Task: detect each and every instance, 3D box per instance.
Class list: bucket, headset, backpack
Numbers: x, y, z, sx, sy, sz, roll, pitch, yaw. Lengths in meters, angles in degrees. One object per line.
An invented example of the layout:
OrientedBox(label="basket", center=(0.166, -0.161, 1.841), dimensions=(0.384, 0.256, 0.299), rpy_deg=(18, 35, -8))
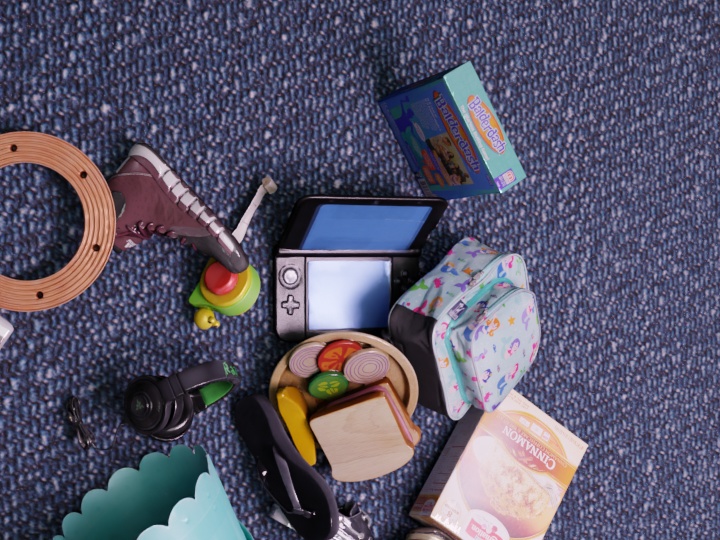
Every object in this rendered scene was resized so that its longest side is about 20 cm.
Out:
OrientedBox(label="bucket", center=(-0.224, 0.306, 1.251), dimensions=(0.206, 0.207, 0.136), rpy_deg=(-33, 109, -18))
OrientedBox(label="headset", center=(-0.238, 0.147, 1.295), dimensions=(0.198, 0.124, 0.095), rpy_deg=(-27, 74, -2))
OrientedBox(label="backpack", center=(0.140, 0.065, 1.403), dimensions=(0.200, 0.149, 0.179), rpy_deg=(-49, 139, -34))

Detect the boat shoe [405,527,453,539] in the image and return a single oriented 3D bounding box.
OrientedBox(label="boat shoe", center=(0.117, 0.409, 1.433), dimensions=(0.200, 0.075, 0.074), rpy_deg=(45, 48, -24))

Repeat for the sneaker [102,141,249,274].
OrientedBox(label="sneaker", center=(-0.227, -0.043, 1.303), dimensions=(0.115, 0.076, 0.200), rpy_deg=(-44, 77, -3))

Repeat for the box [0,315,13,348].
OrientedBox(label="box", center=(-0.503, 0.082, 1.172), dimensions=(0.198, 0.130, 0.201), rpy_deg=(37, 77, -17))

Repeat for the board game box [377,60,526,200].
OrientedBox(label="board game box", center=(0.108, -0.164, 1.380), dimensions=(0.045, 0.200, 0.153), rpy_deg=(-31, 101, -18))

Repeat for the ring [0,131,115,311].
OrientedBox(label="ring", center=(-0.376, -0.055, 1.264), dimensions=(0.197, 0.019, 0.204), rpy_deg=(0, 93, -9))

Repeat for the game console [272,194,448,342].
OrientedBox(label="game console", center=(0.000, 0.000, 1.382), dimensions=(0.197, 0.116, 0.179), rpy_deg=(0, 90, -21))

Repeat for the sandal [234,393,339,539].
OrientedBox(label="sandal", center=(-0.097, 0.241, 1.333), dimensions=(0.043, 0.076, 0.201), rpy_deg=(-13, 59, -49))

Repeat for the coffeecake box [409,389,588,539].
OrientedBox(label="coffeecake box", center=(0.180, 0.272, 1.457), dimensions=(0.153, 0.073, 0.201), rpy_deg=(36, 70, -12))

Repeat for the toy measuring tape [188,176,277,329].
OrientedBox(label="toy measuring tape", center=(-0.137, -0.015, 1.349), dimensions=(0.073, 0.073, 0.201), rpy_deg=(33, 78, -18))

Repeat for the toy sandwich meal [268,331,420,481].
OrientedBox(label="toy sandwich meal", center=(-0.018, 0.167, 1.357), dimensions=(0.202, 0.071, 0.207), rpy_deg=(-1, 123, -1))

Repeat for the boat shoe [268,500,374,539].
OrientedBox(label="boat shoe", center=(-0.017, 0.323, 1.402), dimensions=(0.199, 0.072, 0.068), rpy_deg=(32, 80, -11))
